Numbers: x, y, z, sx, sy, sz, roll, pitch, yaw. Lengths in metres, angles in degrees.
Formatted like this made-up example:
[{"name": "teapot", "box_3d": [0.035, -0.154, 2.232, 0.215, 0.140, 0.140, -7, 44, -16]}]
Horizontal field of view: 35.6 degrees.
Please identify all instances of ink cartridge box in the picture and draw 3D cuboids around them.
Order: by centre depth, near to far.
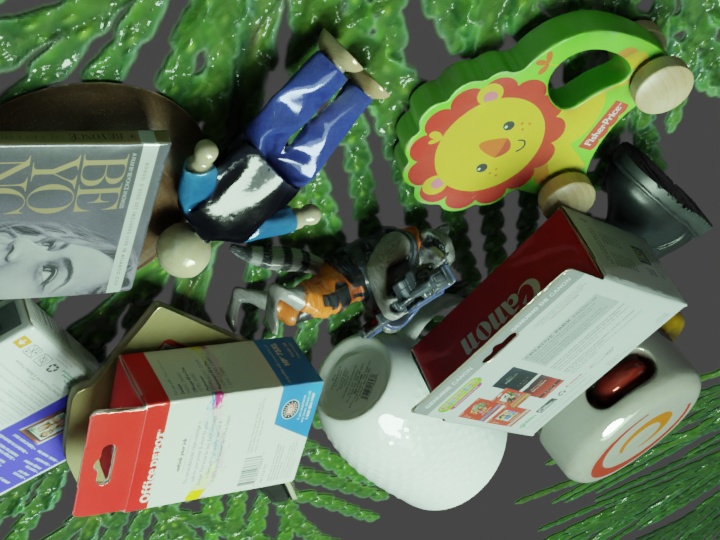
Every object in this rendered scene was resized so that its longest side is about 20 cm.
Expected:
[{"name": "ink cartridge box", "box_3d": [-0.141, 0.126, 0.921, 0.199, 0.067, 0.117, -3, 126, -32]}, {"name": "ink cartridge box", "box_3d": [-0.310, 0.120, 0.923, 0.199, 0.044, 0.198, -29, 148, 0]}, {"name": "ink cartridge box", "box_3d": [0.147, 0.046, 0.969, 0.175, 0.084, 0.200, 15, 129, -43]}]

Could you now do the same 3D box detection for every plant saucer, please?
[{"name": "plant saucer", "box_3d": [-0.196, -0.044, 0.784, 0.199, 0.037, 0.201, -18, 147, -12]}]

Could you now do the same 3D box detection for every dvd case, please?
[{"name": "dvd case", "box_3d": [-0.233, -0.031, 0.728, 0.199, 0.016, 0.149, -5, 141, -29]}]

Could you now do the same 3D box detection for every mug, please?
[{"name": "mug", "box_3d": [0.053, 0.115, 1.096, 0.175, 0.147, 0.201, 39, 81, -45]}]

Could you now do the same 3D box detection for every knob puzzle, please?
[{"name": "knob puzzle", "box_3d": [-0.173, 0.125, 0.970, 0.218, 0.030, 0.221, -19, 134, -21]}]

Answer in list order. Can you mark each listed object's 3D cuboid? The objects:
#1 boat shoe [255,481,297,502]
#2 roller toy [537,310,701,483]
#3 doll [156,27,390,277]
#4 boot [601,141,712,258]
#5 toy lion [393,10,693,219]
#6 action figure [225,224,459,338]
[{"name": "boat shoe", "box_3d": [-0.112, 0.176, 1.110, 0.063, 0.074, 0.202, -26, 141, -3]}, {"name": "roller toy", "box_3d": [0.269, 0.128, 1.242, 0.182, 0.140, 0.200, -4, 138, -47]}, {"name": "doll", "box_3d": [-0.066, -0.068, 0.788, 0.200, 0.049, 0.136, -45, 144, 6]}, {"name": "boot", "box_3d": [0.234, -0.024, 1.065, 0.168, 0.077, 0.200, -42, 150, 17]}, {"name": "toy lion", "box_3d": [0.130, -0.122, 0.884, 0.191, 0.069, 0.200, 11, 132, -33]}, {"name": "action figure", "box_3d": [0.000, 0.000, 0.921, 0.192, 0.105, 0.200, -16, 171, -24]}]
